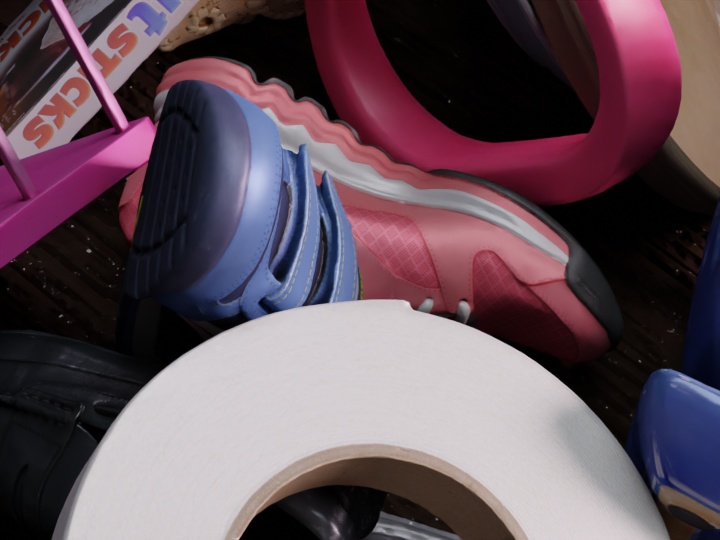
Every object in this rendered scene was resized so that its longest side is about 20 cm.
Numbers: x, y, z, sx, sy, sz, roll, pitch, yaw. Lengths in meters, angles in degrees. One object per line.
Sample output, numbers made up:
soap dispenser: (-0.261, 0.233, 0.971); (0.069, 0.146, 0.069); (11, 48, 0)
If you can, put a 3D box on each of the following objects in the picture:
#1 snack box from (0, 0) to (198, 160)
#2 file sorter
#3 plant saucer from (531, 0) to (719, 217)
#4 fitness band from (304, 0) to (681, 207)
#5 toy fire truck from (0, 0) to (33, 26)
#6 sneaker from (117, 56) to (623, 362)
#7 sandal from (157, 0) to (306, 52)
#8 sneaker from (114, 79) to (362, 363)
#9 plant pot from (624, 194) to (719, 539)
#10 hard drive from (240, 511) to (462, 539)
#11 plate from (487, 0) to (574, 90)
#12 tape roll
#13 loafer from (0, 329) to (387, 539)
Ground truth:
snack box: (-0.074, -0.125, 0.998); (0.200, 0.024, 0.072); (-47, 31, 3)
file sorter: (-0.198, -0.033, 0.875); (0.200, 0.139, 0.126); (-40, 107, -37)
plant saucer: (0.118, -0.106, 1.041); (0.200, 0.029, 0.201); (38, 38, -38)
fitness band: (0.041, -0.092, 0.969); (0.037, 0.144, 0.200); (-32, 16, -28)
toy fire truck: (-0.194, -0.177, 1.027); (0.199, 0.176, 0.129); (11, 44, -22)
sneaker: (0.000, 0.000, 0.981); (0.199, 0.074, 0.087); (26, 73, 6)
sandal: (-0.082, -0.123, 1.073); (0.211, 0.078, 0.070); (14, 66, 9)
sneaker: (-0.035, -0.009, 0.857); (0.082, 0.200, 0.074); (13, 78, -4)
plant pot: (0.195, 0.041, 0.871); (0.199, 0.200, 0.180); (26, 76, 9)
hard drive: (-0.004, 0.165, 0.838); (0.139, 0.038, 0.201); (17, 48, 5)
plate: (0.063, -0.149, 1.062); (0.025, 0.200, 0.201); (-23, 45, 19)
tape roll: (0.003, 0.109, 0.789); (0.202, 0.037, 0.204); (5, 70, -15)
loafer: (-0.089, 0.064, 0.864); (0.199, 0.068, 0.071); (4, 35, 17)
